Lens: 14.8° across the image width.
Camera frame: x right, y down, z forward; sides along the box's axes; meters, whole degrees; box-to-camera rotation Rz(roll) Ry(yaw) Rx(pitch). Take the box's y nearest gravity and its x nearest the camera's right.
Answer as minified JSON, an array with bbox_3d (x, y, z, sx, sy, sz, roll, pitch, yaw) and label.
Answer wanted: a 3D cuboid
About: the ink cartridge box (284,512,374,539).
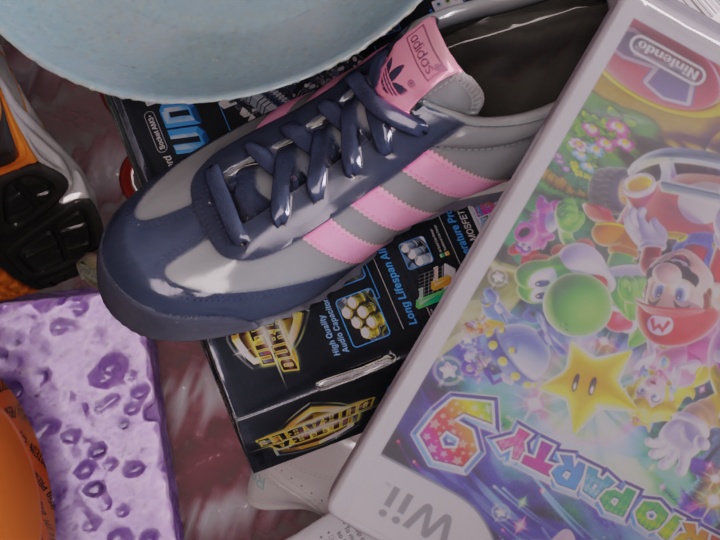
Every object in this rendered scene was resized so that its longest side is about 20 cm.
[{"bbox_3d":[-0.002,0.185,0.944,0.200,0.043,0.197,-31,54,1],"label":"ink cartridge box"}]

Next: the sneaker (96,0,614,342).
[{"bbox_3d":[0.003,-0.046,0.890,0.200,0.082,0.070,-26,65,-9],"label":"sneaker"}]

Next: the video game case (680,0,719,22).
[{"bbox_3d":[0.200,-0.058,1.037,0.143,0.018,0.200,-41,92,4],"label":"video game case"}]

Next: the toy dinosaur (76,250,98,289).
[{"bbox_3d":[0.000,0.000,1.013,0.199,0.088,0.048,-9,96,1],"label":"toy dinosaur"}]

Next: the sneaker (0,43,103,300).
[{"bbox_3d":[-0.145,-0.063,0.971,0.076,0.200,0.092,-17,58,1],"label":"sneaker"}]

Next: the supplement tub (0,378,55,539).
[{"bbox_3d":[-0.218,0.099,0.991,0.199,0.123,0.123,-15,94,18],"label":"supplement tub"}]

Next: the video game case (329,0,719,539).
[{"bbox_3d":[0.097,0.029,0.870,0.143,0.018,0.200,29,112,-3],"label":"video game case"}]

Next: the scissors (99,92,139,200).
[{"bbox_3d":[-0.007,-0.087,1.047,0.200,0.014,0.073,-25,90,2],"label":"scissors"}]

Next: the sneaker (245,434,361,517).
[{"bbox_3d":[0.051,0.107,1.037,0.200,0.075,0.089,32,111,1],"label":"sneaker"}]

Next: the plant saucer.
[{"bbox_3d":[-0.043,-0.142,0.930,0.200,0.039,0.202,-5,69,13],"label":"plant saucer"}]

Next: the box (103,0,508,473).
[{"bbox_3d":[0.000,-0.049,0.965,0.159,0.046,0.200,-21,63,-6],"label":"box"}]

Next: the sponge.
[{"bbox_3d":[-0.122,0.109,1.055,0.111,0.030,0.201,-8,94,2],"label":"sponge"}]
